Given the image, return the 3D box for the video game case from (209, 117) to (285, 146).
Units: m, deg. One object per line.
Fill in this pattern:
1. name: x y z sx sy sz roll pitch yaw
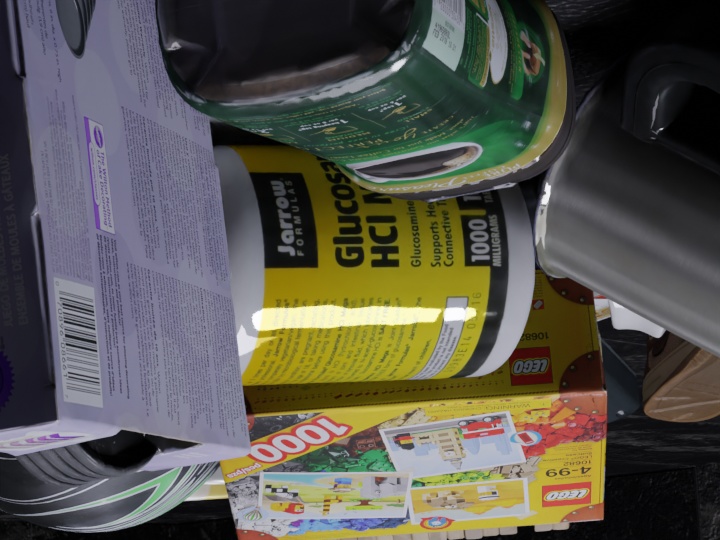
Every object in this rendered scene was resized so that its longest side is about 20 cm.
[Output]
1. video game case: -0.011 -0.072 1.176 0.182 0.023 0.200 -5 169 14

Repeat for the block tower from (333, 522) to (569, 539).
1. block tower: 0.026 0.120 1.388 0.199 0.058 0.054 -5 149 2

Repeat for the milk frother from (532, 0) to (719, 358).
1. milk frother: 0.213 -0.050 1.086 0.188 0.181 0.200 30 -140 26

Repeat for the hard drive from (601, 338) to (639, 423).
1. hard drive: 0.051 0.046 1.360 0.139 0.033 0.200 -19 144 23

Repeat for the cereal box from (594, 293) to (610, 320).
1. cereal box: 0.127 0.016 1.547 0.200 0.040 0.144 -21 171 37

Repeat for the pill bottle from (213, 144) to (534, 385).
1. pill bottle: -0.029 -0.003 1.157 0.200 0.113 0.112 -1 171 -24

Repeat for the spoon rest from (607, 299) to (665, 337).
1. spoon rest: 0.156 -0.018 1.306 0.099 0.061 0.200 11 155 9

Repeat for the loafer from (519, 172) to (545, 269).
1. loafer: 0.093 0.017 1.413 0.070 0.068 0.201 -2 140 7

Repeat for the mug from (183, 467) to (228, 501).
1. mug: -0.097 0.068 1.584 0.149 0.154 0.186 -10 169 35

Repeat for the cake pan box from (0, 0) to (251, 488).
1. cake pan box: -0.101 -0.023 0.904 0.052 0.201 0.184 -11 171 18

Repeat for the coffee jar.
1. coffee jar: 0.010 -0.083 0.924 0.104 0.086 0.200 -10 168 20

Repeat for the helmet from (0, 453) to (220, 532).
1. helmet: -0.150 0.051 1.418 0.190 0.201 0.200 12 176 21

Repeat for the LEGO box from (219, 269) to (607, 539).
1. LEGO box: 0.026 0.074 1.297 0.199 0.077 0.149 -4 148 2

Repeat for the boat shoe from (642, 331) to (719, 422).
1. boat shoe: 0.225 0.016 1.431 0.072 0.072 0.200 11 146 -22
